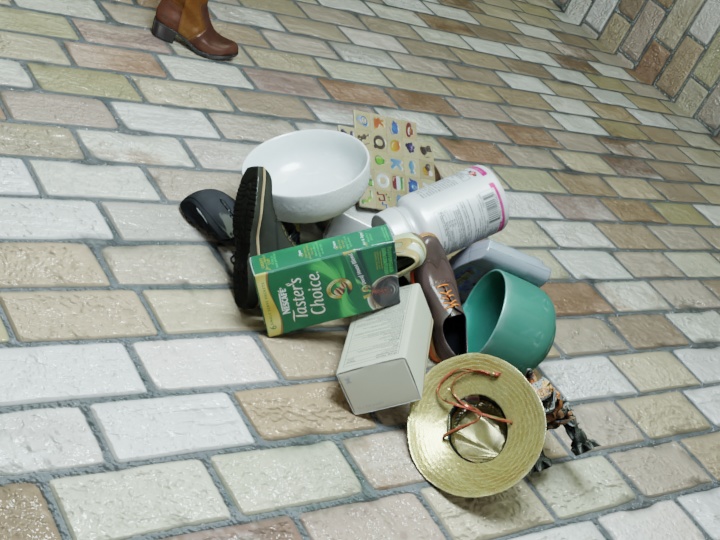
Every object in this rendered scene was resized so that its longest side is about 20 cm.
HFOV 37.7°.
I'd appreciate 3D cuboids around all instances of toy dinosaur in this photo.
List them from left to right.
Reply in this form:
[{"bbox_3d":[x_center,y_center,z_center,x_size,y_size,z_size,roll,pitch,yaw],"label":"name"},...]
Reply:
[{"bbox_3d":[0.266,0.203,1.489,0.200,0.102,0.137,8,57,-64],"label":"toy dinosaur"}]

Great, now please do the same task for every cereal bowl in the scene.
[{"bbox_3d":[-0.080,-0.134,1.628,0.198,0.084,0.201,-4,38,3],"label":"cereal bowl"}]

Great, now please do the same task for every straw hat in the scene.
[{"bbox_3d":[0.161,0.220,1.427,0.201,0.201,0.085,47,-8,31],"label":"straw hat"}]

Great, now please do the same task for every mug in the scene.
[{"bbox_3d":[0.231,0.081,1.644,0.114,0.153,0.186,23,30,-15],"label":"mug"}]

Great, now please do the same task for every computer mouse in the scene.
[{"bbox_3d":[-0.179,-0.085,1.619,0.139,0.046,0.200,-17,42,-35],"label":"computer mouse"}]

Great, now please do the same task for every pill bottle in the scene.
[{"bbox_3d":[0.124,-0.080,1.660,0.198,0.114,0.114,-23,51,-19],"label":"pill bottle"}]

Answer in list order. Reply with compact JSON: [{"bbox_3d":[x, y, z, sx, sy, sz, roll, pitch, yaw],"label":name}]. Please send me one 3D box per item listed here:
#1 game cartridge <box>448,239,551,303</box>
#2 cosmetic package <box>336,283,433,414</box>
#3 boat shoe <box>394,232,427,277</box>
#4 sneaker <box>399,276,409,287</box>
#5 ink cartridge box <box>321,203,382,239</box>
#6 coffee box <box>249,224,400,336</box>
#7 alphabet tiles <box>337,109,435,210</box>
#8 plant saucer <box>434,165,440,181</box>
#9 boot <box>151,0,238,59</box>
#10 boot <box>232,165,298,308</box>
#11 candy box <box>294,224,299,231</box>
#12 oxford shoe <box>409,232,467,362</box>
[{"bbox_3d":[0.206,0.013,1.714,0.132,0.200,0.042,17,66,-13],"label":"game cartridge"},{"bbox_3d":[0.038,0.106,1.477,0.201,0.103,0.074,-73,144,-59],"label":"cosmetic package"},{"bbox_3d":[0.000,0.000,1.553,0.072,0.199,0.076,60,23,-16],"label":"boat shoe"},{"bbox_3d":[0.020,0.026,1.647,0.198,0.060,0.104,26,24,-12],"label":"sneaker"},{"bbox_3d":[0.024,-0.083,1.798,0.145,0.085,0.201,26,31,-4],"label":"ink cartridge box"},{"bbox_3d":[-0.046,0.015,1.462,0.198,0.124,0.044,-13,42,-7],"label":"coffee box"},{"bbox_3d":[0.046,-0.178,1.757,0.198,0.006,0.168,6,72,-35],"label":"alphabet tiles"},{"bbox_3d":[0.047,-0.180,1.901,0.199,0.201,0.037,27,70,-3],"label":"plant saucer"},{"bbox_3d":[-0.306,-0.540,2.117,0.187,0.201,0.069,21,29,-12],"label":"boot"},{"bbox_3d":[-0.111,-0.045,1.531,0.137,0.202,0.077,3,3,-29],"label":"boot"},{"bbox_3d":[-0.142,-0.034,1.637,0.101,0.027,0.201,15,31,-15],"label":"candy box"},{"bbox_3d":[0.127,0.041,1.579,0.071,0.202,0.072,-17,7,-24],"label":"oxford shoe"}]
